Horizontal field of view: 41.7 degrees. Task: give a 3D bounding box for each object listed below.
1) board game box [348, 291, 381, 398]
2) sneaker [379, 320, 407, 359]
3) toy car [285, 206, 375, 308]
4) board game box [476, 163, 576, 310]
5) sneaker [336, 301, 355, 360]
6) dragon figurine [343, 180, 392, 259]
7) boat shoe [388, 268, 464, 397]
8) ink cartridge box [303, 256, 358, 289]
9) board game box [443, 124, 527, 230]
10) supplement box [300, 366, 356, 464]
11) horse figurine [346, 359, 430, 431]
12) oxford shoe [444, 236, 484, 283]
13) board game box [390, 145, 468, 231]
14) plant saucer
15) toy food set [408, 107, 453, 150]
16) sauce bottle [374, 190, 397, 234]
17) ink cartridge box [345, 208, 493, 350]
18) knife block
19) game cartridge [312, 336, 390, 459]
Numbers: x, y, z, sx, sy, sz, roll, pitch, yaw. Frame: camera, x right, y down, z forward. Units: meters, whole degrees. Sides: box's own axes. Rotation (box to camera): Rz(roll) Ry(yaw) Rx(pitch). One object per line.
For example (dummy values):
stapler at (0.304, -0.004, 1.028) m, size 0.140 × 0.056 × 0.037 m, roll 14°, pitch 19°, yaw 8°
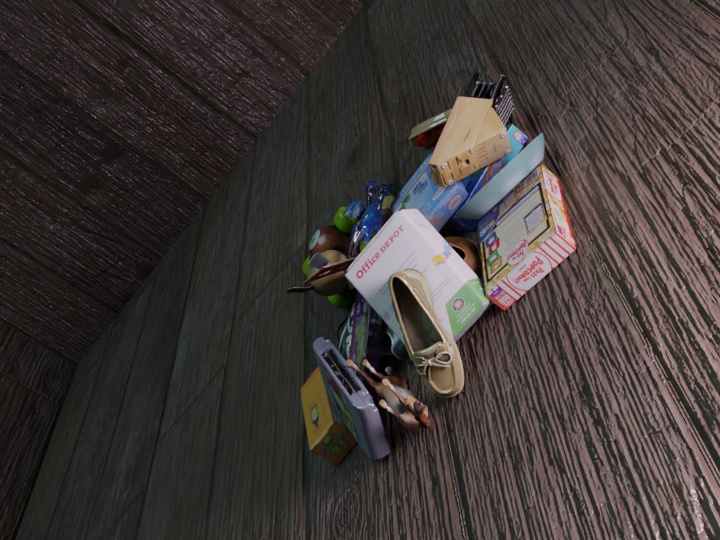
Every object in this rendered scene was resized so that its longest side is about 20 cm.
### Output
board game box at (0.007, 0.126, 1.647) m, size 0.120 × 0.032 × 0.205 m, roll 127°, pitch 150°, yaw -71°
sneaker at (0.048, 0.103, 1.663) m, size 0.091 × 0.067 × 0.199 m, roll -54°, pitch 23°, yaw -9°
toy car at (-0.071, -0.011, 1.875) m, size 0.199 × 0.158 × 0.165 m, roll -19°, pitch -29°, yaw -56°
board game box at (0.253, -0.055, 1.476) m, size 0.151 × 0.046 × 0.202 m, roll -44°, pitch 23°, yaw 29°
sneaker at (-0.004, 0.098, 1.789) m, size 0.090 × 0.066 × 0.203 m, roll -26°, pitch 37°, yaw 48°
dragon figurine at (0.006, -0.099, 1.809) m, size 0.058 × 0.101 × 0.200 m, roll 6°, pitch 33°, yaw 30°
boat shoe at (0.094, 0.096, 1.412) m, size 0.072 × 0.205 × 0.063 m, roll -20°, pitch -3°, yaw 22°
ink cartridge box at (0.000, 0.000, 1.682) m, size 0.173 × 0.046 × 0.200 m, roll -21°, pitch -3°, yaw -16°
board game box at (0.209, -0.172, 1.750) m, size 0.202 × 0.045 × 0.152 m, roll -59°, pitch 20°, yaw -9°
supplement box at (-0.058, 0.253, 1.679) m, size 0.067 × 0.068 × 0.201 m, roll -50°, pitch 20°, yaw 14°
horse figurine at (0.057, 0.195, 1.462) m, size 0.050 × 0.132 × 0.200 m, roll -50°, pitch 34°, yaw 0°
oxford shoe at (0.163, -0.027, 1.604) m, size 0.072 × 0.071 × 0.200 m, roll -54°, pitch 19°, yaw 6°
board game box at (0.124, -0.132, 1.765) m, size 0.152 × 0.036 × 0.201 m, roll -51°, pitch 21°, yaw 19°
plant saucer at (0.240, -0.147, 1.576) m, size 0.200 × 0.036 × 0.200 m, roll -43°, pitch -3°, yaw -3°
toy food set at (0.187, -0.287, 1.839) m, size 0.197 × 0.050 × 0.198 m, roll -23°, pitch 3°, yaw 16°
sauce bottle at (0.057, -0.123, 1.972) m, size 0.066 × 0.066 × 0.200 m, roll -48°, pitch 9°, yaw 17°
ink cartridge box at (0.094, 0.024, 1.488) m, size 0.146 × 0.200 × 0.087 m, roll -47°, pitch -13°, yaw 20°
knife block at (0.188, -0.264, 1.684) m, size 0.197 × 0.064 × 0.177 m, roll -27°, pitch 51°, yaw 2°
game cartridge at (-0.016, 0.211, 1.535) m, size 0.040 × 0.135 × 0.200 m, roll -28°, pitch 36°, yaw -11°
